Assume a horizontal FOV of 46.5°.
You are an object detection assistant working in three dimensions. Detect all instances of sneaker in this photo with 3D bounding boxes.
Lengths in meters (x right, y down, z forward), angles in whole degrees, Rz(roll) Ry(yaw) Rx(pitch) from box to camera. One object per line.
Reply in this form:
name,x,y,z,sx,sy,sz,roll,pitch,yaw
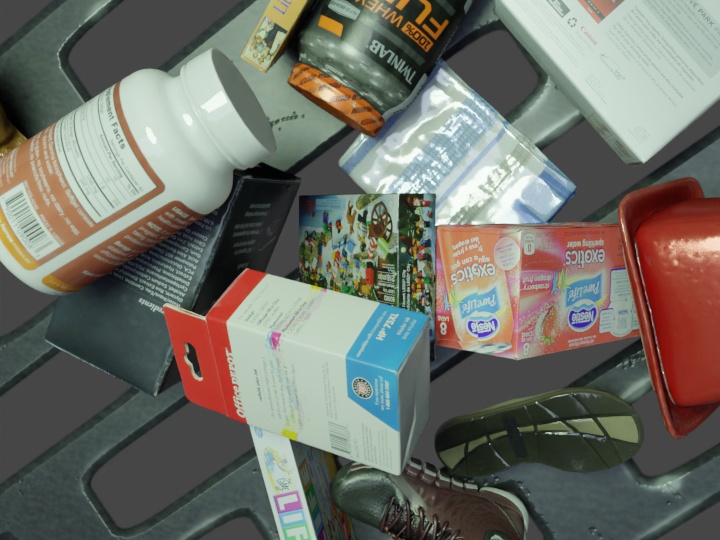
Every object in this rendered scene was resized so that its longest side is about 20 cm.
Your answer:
sneaker,0.068,0.241,0.775,0.198,0.116,0.076,12,115,-4

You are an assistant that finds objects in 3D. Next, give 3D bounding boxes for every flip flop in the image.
flip flop,0.168,0.154,0.807,0.199,0.058,0.082,-15,97,25

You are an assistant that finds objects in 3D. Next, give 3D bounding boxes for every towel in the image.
towel,0.092,-0.093,0.812,0.200,0.024,0.147,43,100,3

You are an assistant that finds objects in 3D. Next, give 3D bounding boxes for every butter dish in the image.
butter dish,0.317,0.016,0.682,0.147,0.199,0.202,-11,93,41

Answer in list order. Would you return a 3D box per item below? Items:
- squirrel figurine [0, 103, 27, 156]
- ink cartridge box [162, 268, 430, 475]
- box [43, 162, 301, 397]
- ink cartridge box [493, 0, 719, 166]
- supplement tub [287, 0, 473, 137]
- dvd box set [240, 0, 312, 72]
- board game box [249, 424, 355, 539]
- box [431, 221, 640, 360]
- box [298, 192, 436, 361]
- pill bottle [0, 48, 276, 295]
squirrel figurine,-0.431,-0.103,0.818,0.187,0.141,0.201,-45,117,-21
ink cartridge box,-0.048,0.073,0.660,0.199,0.067,0.117,15,132,21
box,-0.162,-0.016,0.769,0.117,0.197,0.201,24,98,7
ink cartridge box,0.248,-0.226,0.745,0.175,0.084,0.200,-41,88,10
supplement tub,0.025,-0.231,0.755,0.122,0.123,0.201,31,94,5
dvd box set,-0.035,-0.277,0.736,0.029,0.147,0.201,31,111,-10
board game box,-0.048,0.221,0.802,0.034,0.134,0.202,-14,93,10
box,0.159,0.011,0.716,0.094,0.199,0.104,5,98,48
box,0.000,0.000,0.753,0.037,0.200,0.138,-2,94,-27
pill bottle,-0.166,-0.073,0.610,0.199,0.112,0.113,-28,90,11
